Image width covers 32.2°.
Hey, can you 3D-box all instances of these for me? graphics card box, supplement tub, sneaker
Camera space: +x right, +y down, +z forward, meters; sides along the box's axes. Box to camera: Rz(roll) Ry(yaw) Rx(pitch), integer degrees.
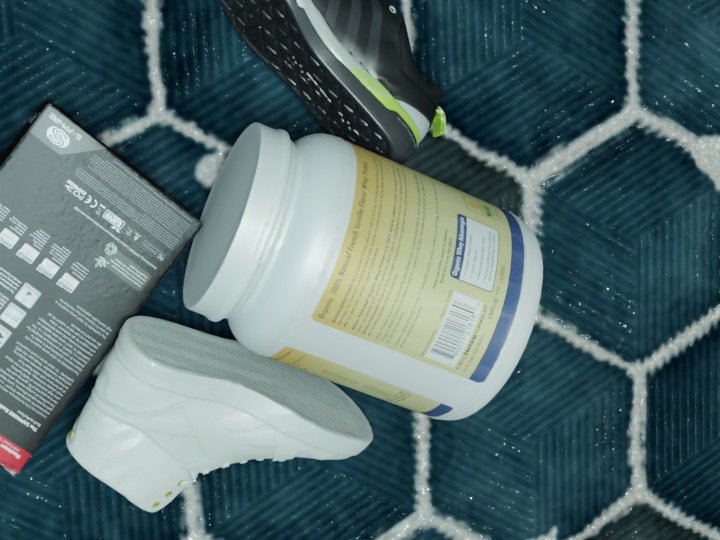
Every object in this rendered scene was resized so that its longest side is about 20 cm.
[{"bbox_3d":[-0.207,0.010,0.785,0.125,0.051,0.201,37,89,-18],"label":"graphics card box"},{"bbox_3d":[0.000,0.000,0.795,0.198,0.144,0.146,22,93,-19],"label":"supplement tub"},{"bbox_3d":[-0.096,0.110,0.833,0.198,0.074,0.116,23,113,-30],"label":"sneaker"},{"bbox_3d":[-0.017,-0.158,0.818,0.201,0.071,0.083,52,59,-18],"label":"sneaker"}]
